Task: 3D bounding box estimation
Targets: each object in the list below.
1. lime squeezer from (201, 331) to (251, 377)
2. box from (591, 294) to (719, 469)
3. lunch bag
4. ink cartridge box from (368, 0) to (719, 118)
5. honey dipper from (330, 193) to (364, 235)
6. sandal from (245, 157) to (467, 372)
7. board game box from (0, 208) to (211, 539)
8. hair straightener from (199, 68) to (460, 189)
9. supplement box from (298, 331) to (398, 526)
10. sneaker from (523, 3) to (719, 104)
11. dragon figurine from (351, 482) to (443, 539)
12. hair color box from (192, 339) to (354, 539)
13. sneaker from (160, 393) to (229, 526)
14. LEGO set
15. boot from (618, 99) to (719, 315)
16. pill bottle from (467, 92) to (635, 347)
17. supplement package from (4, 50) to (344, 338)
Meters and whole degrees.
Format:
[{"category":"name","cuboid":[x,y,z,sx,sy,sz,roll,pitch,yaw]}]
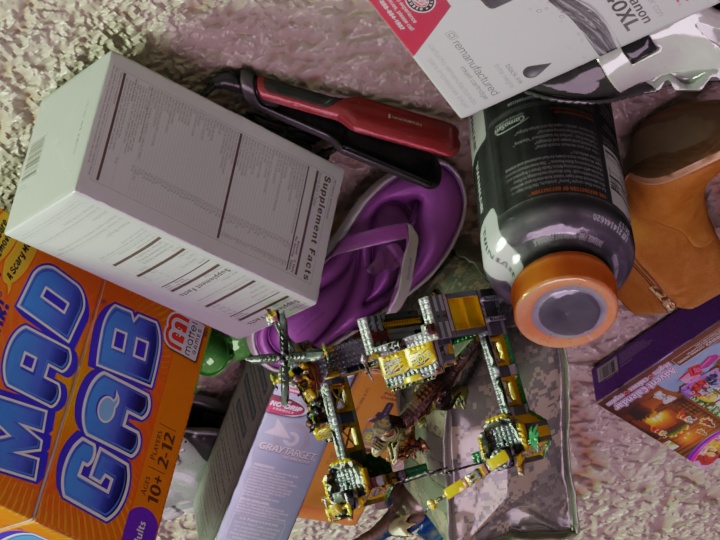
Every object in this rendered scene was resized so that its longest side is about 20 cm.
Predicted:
[{"category":"lime squeezer","cuboid":[-0.122,0.063,1.758,0.070,0.038,0.200,-17,170,-33]},{"category":"box","cuboid":[0.303,0.073,1.804,0.136,0.039,0.200,30,128,-31]},{"category":"lunch bag","cuboid":[0.086,0.087,1.668,0.116,0.164,0.202,-7,106,-12]},{"category":"ink cartridge box","cuboid":[0.115,-0.207,1.460,0.199,0.084,0.145,-23,133,22]},{"category":"honey dipper","cuboid":[-0.068,-0.010,1.705,0.199,0.038,0.038,-25,133,18]},{"category":"sandal","cuboid":[0.005,0.005,1.648,0.203,0.050,0.082,-45,112,1]},{"category":"board game box","cuboid":[-0.263,0.106,1.656,0.199,0.202,0.199,29,150,-30]},{"category":"hair straightener","cuboid":[-0.033,-0.092,1.609,0.198,0.041,0.077,12,135,-15]},{"category":"supplement box","cuboid":[-0.003,0.122,1.827,0.066,0.069,0.201,11,137,-17]},{"category":"sneaker","cuboid":[0.193,-0.167,1.527,0.198,0.074,0.089,-6,122,3]},{"category":"dragon figurine","cuboid":[0.052,0.188,1.844,0.200,0.059,0.099,-42,159,2]},{"category":"hair color box","cuboid":[-0.070,0.133,1.763,0.060,0.099,0.201,14,114,-17]},{"category":"sneaker","cuboid":[-0.169,0.153,1.857,0.198,0.075,0.116,-16,132,0]},{"category":"LEGO set","cuboid":[0.021,0.091,1.528,0.198,0.155,0.116,-9,178,31]},{"category":"boot","cuboid":[0.238,-0.040,1.647,0.200,0.071,0.144,-24,127,41]},{"category":"pill bottle","cuboid":[0.132,-0.043,1.550,0.105,0.201,0.107,-1,136,-1]},{"category":"supplement package","cuboid":[-0.128,-0.048,1.581,0.199,0.115,0.109,26,152,-27]}]
